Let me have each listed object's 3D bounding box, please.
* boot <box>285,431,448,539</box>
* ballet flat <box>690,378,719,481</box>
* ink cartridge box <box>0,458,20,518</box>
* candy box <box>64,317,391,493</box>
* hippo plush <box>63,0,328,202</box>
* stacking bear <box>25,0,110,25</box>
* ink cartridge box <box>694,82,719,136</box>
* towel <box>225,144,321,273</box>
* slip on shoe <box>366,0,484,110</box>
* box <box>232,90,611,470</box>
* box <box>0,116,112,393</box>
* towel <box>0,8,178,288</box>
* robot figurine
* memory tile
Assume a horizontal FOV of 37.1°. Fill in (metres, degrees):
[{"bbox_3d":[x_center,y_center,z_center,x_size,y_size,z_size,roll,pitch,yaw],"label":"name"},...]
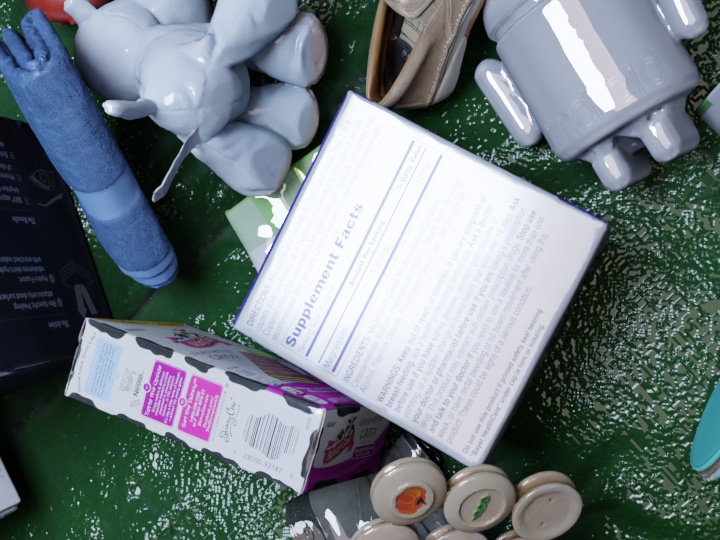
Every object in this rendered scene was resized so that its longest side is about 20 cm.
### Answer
[{"bbox_3d":[0.038,0.232,0.808,0.130,0.068,0.202,-26,87,4],"label":"boot"},{"bbox_3d":[0.300,0.063,0.755,0.074,0.074,0.202,22,98,10],"label":"ballet flat"},{"bbox_3d":[-0.380,0.135,0.855,0.145,0.087,0.201,-29,87,30],"label":"ink cartridge box"},{"bbox_3d":[-0.090,0.092,0.774,0.198,0.136,0.062,17,92,22],"label":"candy box"},{"bbox_3d":[-0.135,-0.140,0.810,0.160,0.160,0.200,23,59,36],"label":"hippo plush"},{"bbox_3d":[-0.229,-0.294,0.833,0.113,0.121,0.202,-2,103,-33],"label":"stacking bear"},{"bbox_3d":[0.327,-0.160,0.705,0.084,0.145,0.200,44,98,7],"label":"ink cartridge box"},{"bbox_3d":[0.000,0.000,0.828,0.148,0.031,0.201,-33,84,9],"label":"towel"},{"bbox_3d":[0.044,-0.196,0.746,0.060,0.201,0.076,-21,57,-29],"label":"slip on shoe"},{"bbox_3d":[0.045,0.006,0.753,0.199,0.105,0.185,29,97,12],"label":"box"},{"bbox_3d":[-0.296,-0.007,0.801,0.116,0.197,0.202,-20,87,11],"label":"box"},{"bbox_3d":[-0.199,-0.081,0.780,0.048,0.112,0.201,-29,128,-10],"label":"towel"},{"bbox_3d":[0.160,-0.157,0.753,0.169,0.113,0.201,-33,84,30],"label":"robot figurine"},{"bbox_3d":[0.055,0.213,0.730,0.152,0.017,0.202,10,117,-20],"label":"memory tile"}]
